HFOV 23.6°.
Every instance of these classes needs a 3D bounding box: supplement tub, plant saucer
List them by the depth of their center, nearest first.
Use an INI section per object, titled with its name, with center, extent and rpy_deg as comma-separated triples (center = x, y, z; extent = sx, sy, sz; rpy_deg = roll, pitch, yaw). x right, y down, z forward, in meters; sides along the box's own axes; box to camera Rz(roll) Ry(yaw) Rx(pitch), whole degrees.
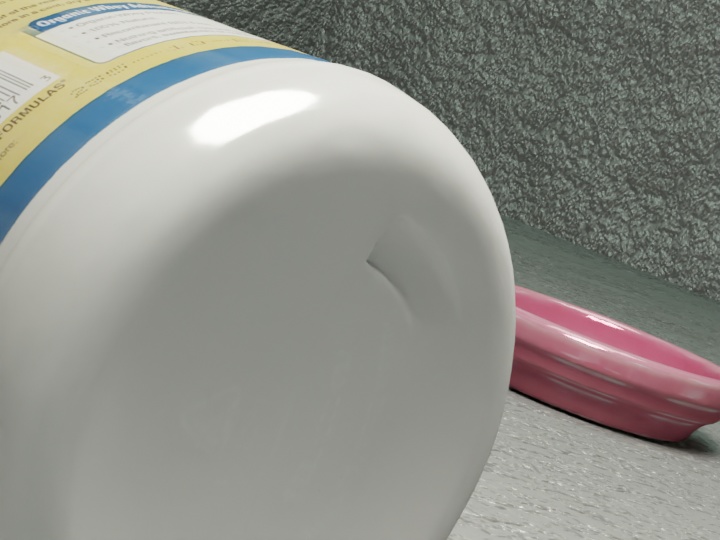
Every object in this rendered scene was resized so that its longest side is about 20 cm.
[supplement tub]
center = -0.079, 0.001, 0.410
extent = 0.200, 0.145, 0.145
rpy_deg = 26, 8, 41
[plant saucer]
center = 0.144, 0.058, 1.102
extent = 0.200, 0.051, 0.201
rpy_deg = 20, 7, -2
